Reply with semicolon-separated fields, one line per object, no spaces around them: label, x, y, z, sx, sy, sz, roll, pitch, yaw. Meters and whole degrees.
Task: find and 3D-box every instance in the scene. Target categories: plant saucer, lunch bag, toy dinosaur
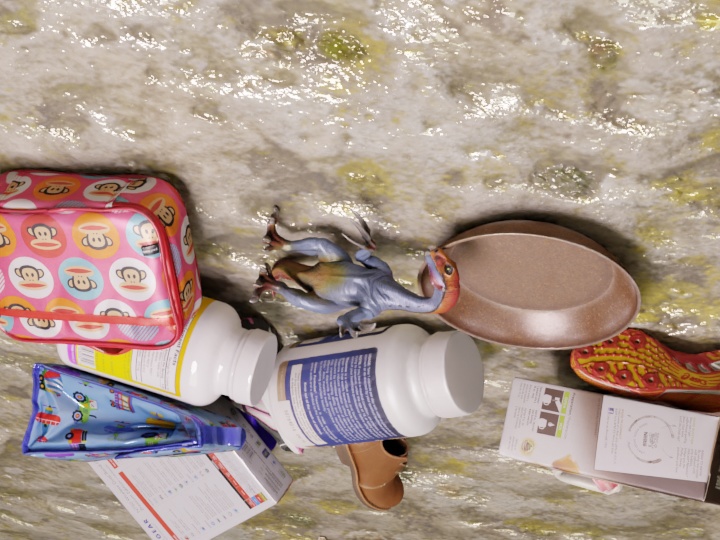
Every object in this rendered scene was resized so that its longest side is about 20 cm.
plant saucer;0.152;0.008;1.323;0.200;0.037;0.201;8;150;5
lunch bag;-0.212;0.152;1.479;0.199;0.094;0.151;5;172;13
lunch bag;-0.247;0.001;1.336;0.199;0.082;0.177;2;123;16
toy dinosaur;0.000;0.000;1.316;0.181;0.105;0.200;14;-177;4

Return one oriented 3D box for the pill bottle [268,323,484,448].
pill bottle;0.017;0.113;1.467;0.200;0.111;0.111;-11;144;32

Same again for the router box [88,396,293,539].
router box;-0.203;0.201;1.621;0.179;0.049;0.200;-31;102;32

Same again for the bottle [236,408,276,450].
bottle;-0.192;0.172;1.676;0.199;0.065;0.084;-4;140;24

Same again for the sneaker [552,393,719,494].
sneaker;0.285;0.177;1.499;0.200;0.105;0.075;-7;143;26

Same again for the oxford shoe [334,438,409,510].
oxford shoe;0.026;0.220;1.688;0.071;0.071;0.200;-4;146;14

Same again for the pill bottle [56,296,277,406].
pill bottle;-0.186;0.069;1.433;0.199;0.104;0.104;16;151;12

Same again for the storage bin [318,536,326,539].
storage bin;-0.002;0.500;2.039;0.093;0.199;0.200;-1;148;12

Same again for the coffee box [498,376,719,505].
coffee box;0.247;0.163;1.403;0.200;0.080;0.114;10;174;26

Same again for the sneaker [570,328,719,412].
sneaker;0.297;0.107;1.406;0.199;0.073;0.077;10;146;1

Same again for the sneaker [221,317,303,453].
sneaker;-0.113;0.117;1.564;0.086;0.080;0.200;0;136;27
